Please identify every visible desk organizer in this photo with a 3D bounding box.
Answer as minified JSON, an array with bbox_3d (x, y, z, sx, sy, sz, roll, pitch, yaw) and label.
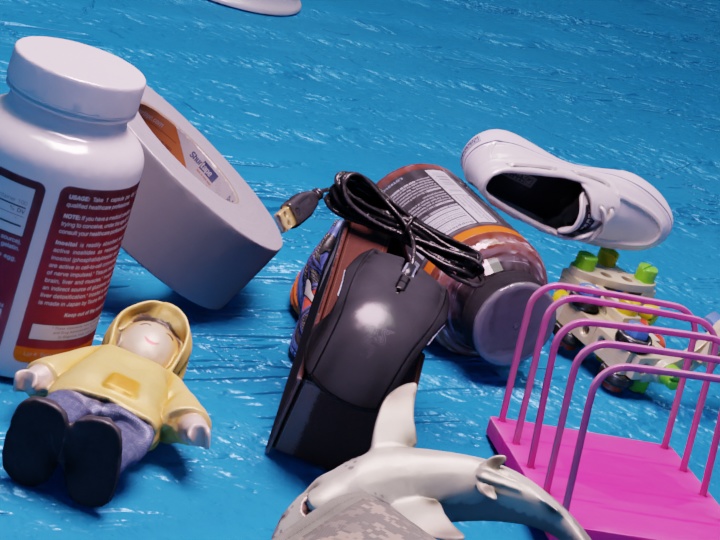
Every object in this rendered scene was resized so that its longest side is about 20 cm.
[{"bbox_3d":[0.002,0.045,1.368,0.077,0.072,0.200,21,39,-4],"label":"desk organizer"}]

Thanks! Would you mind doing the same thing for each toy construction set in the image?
[{"bbox_3d":[0.231,0.046,1.665,0.131,0.092,0.200,3,14,-39],"label":"toy construction set"}]

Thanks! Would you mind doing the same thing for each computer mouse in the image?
[{"bbox_3d":[0.000,0.000,1.323,0.140,0.046,0.200,33,39,5],"label":"computer mouse"}]

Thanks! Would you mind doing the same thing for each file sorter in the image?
[{"bbox_3d":[0.183,0.096,1.362,0.139,0.126,0.200,10,14,-11],"label":"file sorter"}]

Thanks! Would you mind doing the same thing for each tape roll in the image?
[{"bbox_3d":[-0.149,-0.065,1.500,0.200,0.066,0.200,45,10,-10],"label":"tape roll"}]

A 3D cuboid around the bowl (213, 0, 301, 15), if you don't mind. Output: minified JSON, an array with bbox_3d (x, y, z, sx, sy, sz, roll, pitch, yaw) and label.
[{"bbox_3d":[-0.155,-0.386,2.470,0.201,0.090,0.201,16,19,-6],"label":"bowl"}]

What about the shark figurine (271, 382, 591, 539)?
[{"bbox_3d":[0.067,0.152,1.231,0.214,0.090,0.128,14,52,9],"label":"shark figurine"}]

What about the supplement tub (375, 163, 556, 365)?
[{"bbox_3d":[0.078,-0.001,1.607,0.107,0.107,0.200,8,22,-29],"label":"supplement tub"}]

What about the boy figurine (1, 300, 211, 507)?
[{"bbox_3d":[-0.144,0.078,1.246,0.124,0.064,0.200,19,22,8],"label":"boy figurine"}]

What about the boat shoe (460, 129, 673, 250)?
[{"bbox_3d":[0.173,-0.051,1.673,0.200,0.074,0.065,16,30,-21],"label":"boat shoe"}]

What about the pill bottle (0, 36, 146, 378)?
[{"bbox_3d":[-0.203,-0.041,1.301,0.113,0.200,0.113,17,19,-6],"label":"pill bottle"}]

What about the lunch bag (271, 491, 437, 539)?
[{"bbox_3d":[0.020,0.196,0.992,0.164,0.118,0.200,26,25,23],"label":"lunch bag"}]

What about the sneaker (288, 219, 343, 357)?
[{"bbox_3d":[-0.012,0.022,1.497,0.075,0.079,0.200,12,23,-16],"label":"sneaker"}]
